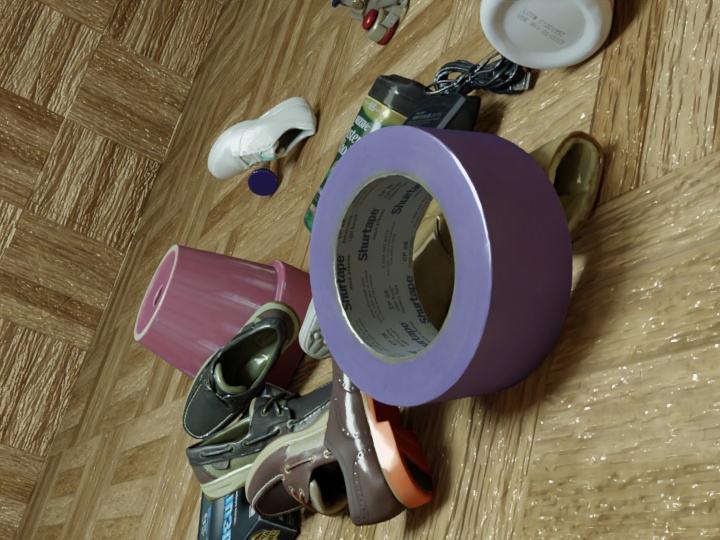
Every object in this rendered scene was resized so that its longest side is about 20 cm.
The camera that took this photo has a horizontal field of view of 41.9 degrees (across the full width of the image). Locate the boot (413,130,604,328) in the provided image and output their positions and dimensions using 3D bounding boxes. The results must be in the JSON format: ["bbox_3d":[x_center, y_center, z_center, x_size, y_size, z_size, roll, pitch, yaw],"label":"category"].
[{"bbox_3d":[0.094,-0.016,0.760,0.200,0.066,0.176,-11,58,64],"label":"boot"}]

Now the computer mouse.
[{"bbox_3d":[0.076,-0.122,0.904,0.200,0.053,0.138,-50,28,-14],"label":"computer mouse"}]

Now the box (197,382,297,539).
[{"bbox_3d":[-0.125,0.248,1.028,0.159,0.046,0.201,-53,23,29],"label":"box"}]

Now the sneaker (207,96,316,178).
[{"bbox_3d":[-0.160,-0.200,1.518,0.199,0.075,0.089,-32,46,11],"label":"sneaker"}]

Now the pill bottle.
[{"bbox_3d":[0.168,-0.282,0.812,0.109,0.108,0.201,-36,35,53],"label":"pill bottle"}]

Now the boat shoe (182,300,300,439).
[{"bbox_3d":[-0.146,0.119,1.068,0.201,0.072,0.066,-49,-2,17],"label":"boat shoe"}]

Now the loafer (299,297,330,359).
[{"bbox_3d":[0.000,0.000,0.970,0.201,0.070,0.070,-55,27,3],"label":"loafer"}]

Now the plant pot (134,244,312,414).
[{"bbox_3d":[-0.176,0.061,1.179,0.200,0.178,0.201,-49,26,35],"label":"plant pot"}]

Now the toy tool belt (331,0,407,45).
[{"bbox_3d":[-0.002,-0.425,1.378,0.125,0.122,0.201,-44,29,45],"label":"toy tool belt"}]

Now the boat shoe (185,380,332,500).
[{"bbox_3d":[-0.088,0.155,0.926,0.199,0.065,0.073,-34,10,10],"label":"boat shoe"}]

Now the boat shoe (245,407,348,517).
[{"bbox_3d":[-0.038,0.186,0.850,0.200,0.072,0.072,-38,38,32],"label":"boat shoe"}]

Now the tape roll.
[{"bbox_3d":[0.052,-0.004,0.695,0.199,0.085,0.202,3,94,52],"label":"tape roll"}]

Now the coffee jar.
[{"bbox_3d":[0.018,-0.115,1.031,0.201,0.085,0.104,-61,21,9],"label":"coffee jar"}]

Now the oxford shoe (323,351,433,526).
[{"bbox_3d":[-0.007,0.110,0.770,0.072,0.071,0.201,-32,49,16],"label":"oxford shoe"}]

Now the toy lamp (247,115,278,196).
[{"bbox_3d":[-0.167,-0.207,1.638,0.058,0.058,0.201,-52,23,32],"label":"toy lamp"}]
